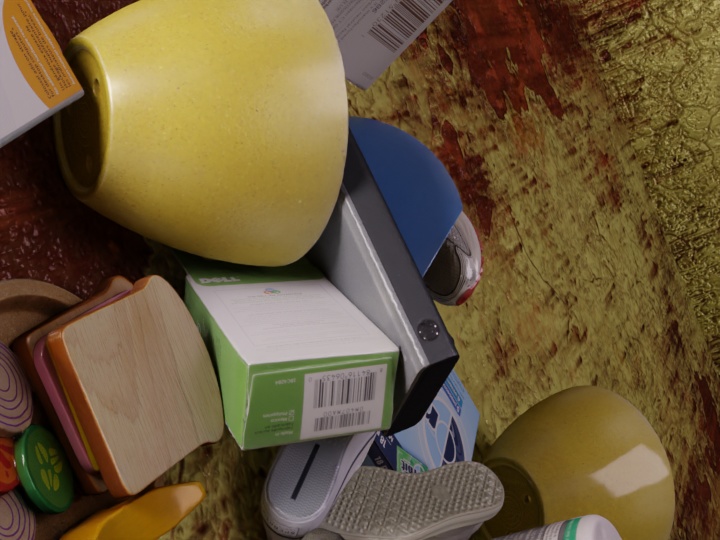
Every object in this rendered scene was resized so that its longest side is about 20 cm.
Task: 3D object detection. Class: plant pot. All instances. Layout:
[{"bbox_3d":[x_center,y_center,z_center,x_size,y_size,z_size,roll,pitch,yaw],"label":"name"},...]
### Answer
[{"bbox_3d":[0.196,0.229,1.106,0.140,0.199,0.203,-4,74,-38],"label":"plant pot"},{"bbox_3d":[-0.120,-0.099,0.716,0.140,0.199,0.203,-6,75,-35],"label":"plant pot"}]

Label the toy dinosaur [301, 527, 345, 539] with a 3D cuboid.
[{"bbox_3d":[-0.024,0.218,0.726,0.200,0.076,0.104,-27,103,-63],"label":"toy dinosaur"}]

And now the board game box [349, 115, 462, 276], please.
[{"bbox_3d":[-0.018,-0.026,0.865,0.202,0.156,0.039,-58,168,-19],"label":"board game box"}]

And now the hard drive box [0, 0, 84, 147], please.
[{"bbox_3d":[-0.253,-0.114,0.552,0.157,0.076,0.201,61,27,-17],"label":"hard drive box"}]

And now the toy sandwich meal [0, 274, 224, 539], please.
[{"bbox_3d":[-0.154,0.087,0.613,0.205,0.069,0.208,44,35,-43],"label":"toy sandwich meal"}]

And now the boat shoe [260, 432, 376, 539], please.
[{"bbox_3d":[-0.027,0.123,0.830,0.073,0.067,0.201,29,50,8],"label":"boat shoe"}]

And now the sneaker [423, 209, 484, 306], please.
[{"bbox_3d":[0.027,-0.046,0.931,0.082,0.078,0.201,-6,50,-52],"label":"sneaker"}]

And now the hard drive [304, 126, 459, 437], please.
[{"bbox_3d":[0.000,0.000,0.755,0.140,0.032,0.202,109,-40,-62],"label":"hard drive"}]

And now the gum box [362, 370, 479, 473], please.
[{"bbox_3d":[0.046,0.142,1.011,0.171,0.044,0.201,59,27,-24],"label":"gum box"}]

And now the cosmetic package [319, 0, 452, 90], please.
[{"bbox_3d":[-0.028,-0.309,0.978,0.201,0.167,0.166,54,18,27],"label":"cosmetic package"}]

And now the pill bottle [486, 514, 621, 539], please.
[{"bbox_3d":[0.118,0.275,0.878,0.113,0.198,0.115,43,36,-43],"label":"pill bottle"}]

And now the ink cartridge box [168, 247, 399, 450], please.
[{"bbox_3d":[-0.062,0.043,0.743,0.200,0.102,0.060,-138,-131,-57],"label":"ink cartridge box"}]

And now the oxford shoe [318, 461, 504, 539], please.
[{"bbox_3d":[0.031,0.198,0.879,0.197,0.058,0.076,1,46,-35],"label":"oxford shoe"}]
